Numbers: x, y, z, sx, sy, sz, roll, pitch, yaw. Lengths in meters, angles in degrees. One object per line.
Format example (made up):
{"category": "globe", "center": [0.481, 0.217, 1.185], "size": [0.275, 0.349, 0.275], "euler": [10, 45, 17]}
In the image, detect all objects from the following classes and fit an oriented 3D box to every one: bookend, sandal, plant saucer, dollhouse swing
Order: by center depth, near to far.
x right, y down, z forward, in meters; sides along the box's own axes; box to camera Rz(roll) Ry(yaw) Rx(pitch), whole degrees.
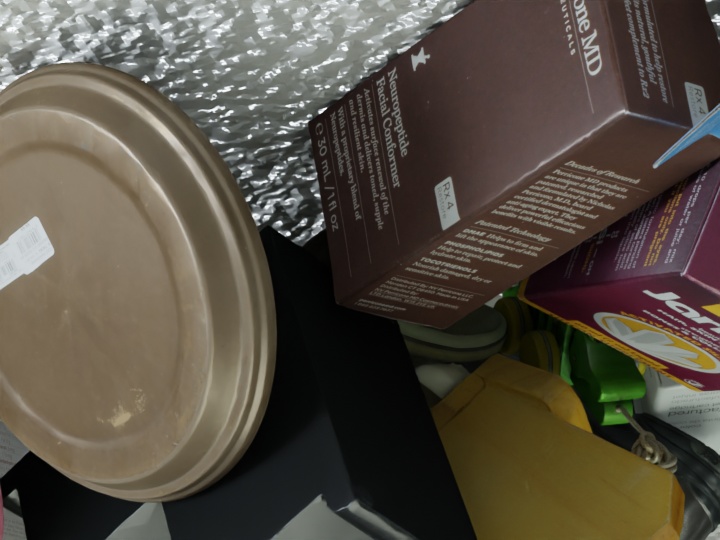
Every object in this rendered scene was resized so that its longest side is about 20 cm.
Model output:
{"category": "plant saucer", "center": [-0.118, 0.009, 1.308], "size": [0.029, 0.200, 0.200], "euler": [-21, 169, -45]}
{"category": "bookend", "center": [-0.060, 0.120, 1.363], "size": [0.199, 0.200, 0.092], "euler": [-43, 125, 17]}
{"category": "dollhouse swing", "center": [0.063, 0.171, 1.423], "size": [0.200, 0.176, 0.182], "euler": [-42, 139, -18]}
{"category": "sandal", "center": [0.000, 0.000, 1.470], "size": [0.201, 0.057, 0.080], "euler": [21, -177, -39]}

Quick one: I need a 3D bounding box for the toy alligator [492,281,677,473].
{"category": "toy alligator", "center": [0.116, 0.036, 1.500], "size": [0.059, 0.200, 0.054], "euler": [-5, 116, -18]}

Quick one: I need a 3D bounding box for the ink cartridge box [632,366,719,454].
{"category": "ink cartridge box", "center": [0.217, 0.062, 1.649], "size": [0.145, 0.083, 0.200], "euler": [-7, 154, -4]}

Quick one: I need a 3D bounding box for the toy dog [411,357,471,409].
{"category": "toy dog", "center": [-0.050, 0.083, 1.532], "size": [0.200, 0.140, 0.194], "euler": [14, 166, -19]}

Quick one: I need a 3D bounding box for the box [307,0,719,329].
{"category": "box", "center": [0.068, -0.061, 1.331], "size": [0.075, 0.100, 0.200], "euler": [14, 146, -39]}

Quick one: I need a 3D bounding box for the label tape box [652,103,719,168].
{"category": "label tape box", "center": [0.231, -0.097, 1.234], "size": [0.200, 0.063, 0.144], "euler": [-38, 176, -40]}

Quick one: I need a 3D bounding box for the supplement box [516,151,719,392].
{"category": "supplement box", "center": [0.167, -0.006, 1.373], "size": [0.110, 0.086, 0.200], "euler": [27, 169, -14]}

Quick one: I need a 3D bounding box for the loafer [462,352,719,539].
{"category": "loafer", "center": [0.103, 0.100, 1.598], "size": [0.200, 0.072, 0.073], "euler": [23, 153, 37]}

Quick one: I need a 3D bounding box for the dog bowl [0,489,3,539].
{"category": "dog bowl", "center": [-0.236, 0.073, 1.413], "size": [0.074, 0.200, 0.200], "euler": [-22, 160, -23]}

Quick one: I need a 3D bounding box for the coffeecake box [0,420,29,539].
{"category": "coffeecake box", "center": [-0.218, 0.142, 1.535], "size": [0.153, 0.200, 0.073], "euler": [-29, 147, 34]}
